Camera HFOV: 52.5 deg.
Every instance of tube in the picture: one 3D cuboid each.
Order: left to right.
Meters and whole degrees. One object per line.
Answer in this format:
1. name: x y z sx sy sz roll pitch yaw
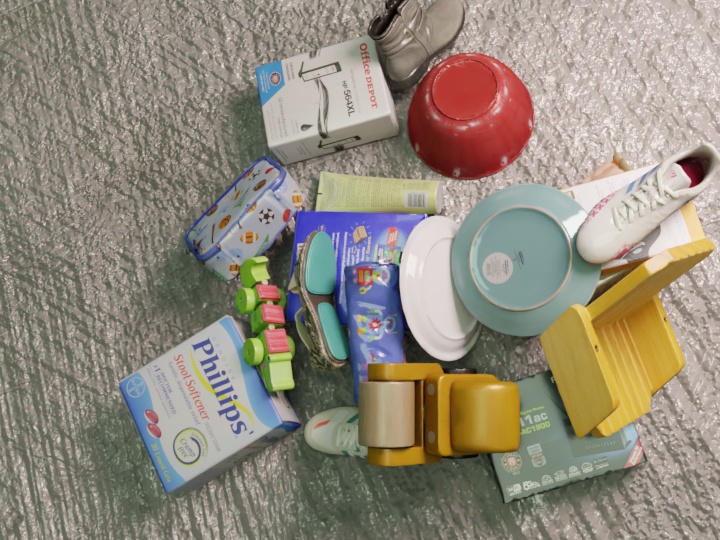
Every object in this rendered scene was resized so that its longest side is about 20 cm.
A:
1. tube: 0.026 -0.116 1.130 0.199 0.052 0.058 3 36 16

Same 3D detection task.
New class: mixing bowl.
1. mixing bowl: 0.161 -0.248 1.097 0.199 0.108 0.201 -3 78 12

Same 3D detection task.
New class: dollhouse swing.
1. dollhouse swing: 0.352 0.081 0.876 0.176 0.200 0.182 -29 77 44

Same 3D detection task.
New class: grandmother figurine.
1. grandmother figurine: 0.296 -0.085 1.038 0.200 0.121 0.061 -36 98 17

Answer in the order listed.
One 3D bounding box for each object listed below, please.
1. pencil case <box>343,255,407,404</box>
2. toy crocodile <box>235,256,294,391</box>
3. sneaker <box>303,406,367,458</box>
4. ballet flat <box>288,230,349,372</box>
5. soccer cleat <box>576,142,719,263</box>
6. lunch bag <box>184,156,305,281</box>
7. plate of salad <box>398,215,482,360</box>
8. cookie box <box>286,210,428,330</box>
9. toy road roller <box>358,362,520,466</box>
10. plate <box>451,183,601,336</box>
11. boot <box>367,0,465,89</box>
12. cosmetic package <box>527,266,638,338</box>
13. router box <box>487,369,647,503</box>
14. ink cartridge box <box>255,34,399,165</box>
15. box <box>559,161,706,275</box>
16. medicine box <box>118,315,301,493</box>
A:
1. pencil case: 0.026 0.082 0.995 0.086 0.078 0.201 -4 88 4
2. toy crocodile: -0.131 0.075 1.039 0.062 0.067 0.201 -42 54 46
3. sneaker: 0.010 0.229 1.027 0.199 0.093 0.071 4 78 13
4. ballet flat: -0.067 0.046 1.027 0.075 0.068 0.201 -25 68 40
5. soccer cleat: 0.343 -0.086 0.874 0.200 0.086 0.070 -37 77 -7
6. lunch bag: -0.184 -0.082 1.123 0.200 0.076 0.160 -44 32 -2
7. plate of salad: 0.111 0.025 1.015 0.048 0.200 0.201 -7 73 43
8. cookie box: 0.000 0.000 1.090 0.199 0.075 0.172 3 81 13
9. toy road roller: 0.107 0.177 0.905 0.146 0.199 0.124 -11 76 55
10. plate: 0.208 -0.015 0.944 0.199 0.026 0.201 -3 84 27
11. boot: 0.092 -0.386 1.115 0.068 0.131 0.200 23 69 29
12. cosmetic package: 0.296 0.003 1.012 0.200 0.103 0.087 -31 72 2
13. router box: 0.264 0.214 0.991 0.199 0.062 0.150 -20 73 7
14. ink cartridge box: -0.052 -0.270 1.160 0.199 0.084 0.147 -14 75 10
15. box: 0.327 -0.060 0.949 0.199 0.041 0.120 -15 74 11
16. medicine box: -0.221 0.197 1.081 0.200 0.103 0.183 -32 73 5
